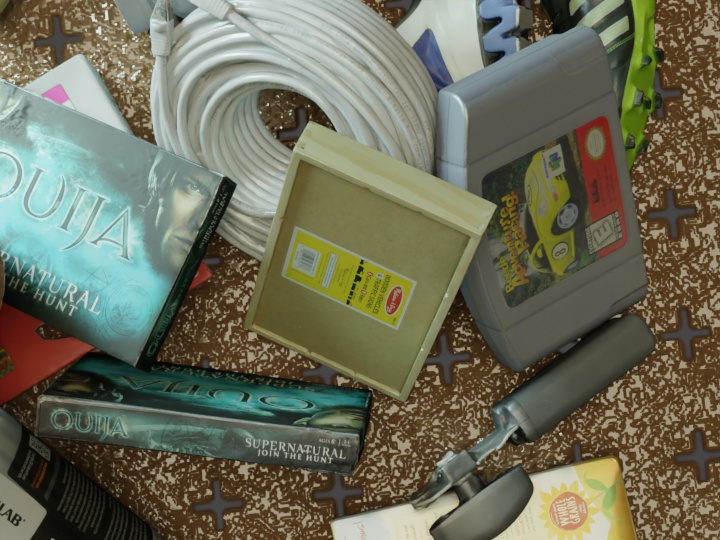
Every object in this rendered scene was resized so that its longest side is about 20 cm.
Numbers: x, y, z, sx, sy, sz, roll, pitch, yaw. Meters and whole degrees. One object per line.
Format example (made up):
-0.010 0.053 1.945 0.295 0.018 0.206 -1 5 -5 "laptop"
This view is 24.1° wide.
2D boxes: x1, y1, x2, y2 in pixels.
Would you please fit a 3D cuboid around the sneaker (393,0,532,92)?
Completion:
0.058 -0.110 1.144 0.115 0.081 0.201 0 92 16 "sneaker"

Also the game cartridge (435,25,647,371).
0.115 -0.040 1.085 0.133 0.041 0.201 -26 118 -21 "game cartridge"

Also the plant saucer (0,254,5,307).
-0.307 0.042 1.031 0.200 0.200 0.035 -43 129 -2 "plant saucer"

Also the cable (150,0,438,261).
-0.043 -0.092 1.094 0.199 0.201 0.069 23 43 10 "cable"

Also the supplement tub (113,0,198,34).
-0.090 -0.257 1.120 0.199 0.145 0.145 -27 85 -1 "supplement tub"

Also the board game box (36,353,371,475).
-0.095 0.090 1.088 0.199 0.135 0.028 7 98 2 "board game box"

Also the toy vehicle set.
0.000 0.000 1.077 0.124 0.200 0.027 25 54 3 "toy vehicle set"

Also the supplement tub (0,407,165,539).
-0.204 0.185 1.073 0.200 0.123 0.123 42 87 -20 "supplement tub"

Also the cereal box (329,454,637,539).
0.090 0.214 1.126 0.199 0.040 0.145 -12 85 1 "cereal box"

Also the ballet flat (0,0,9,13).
-0.241 -0.261 1.167 0.063 0.069 0.201 2 86 -12 "ballet flat"

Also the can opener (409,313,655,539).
0.119 0.109 1.113 0.200 0.053 0.067 -35 90 -14 "can opener"

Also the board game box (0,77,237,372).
-0.195 -0.036 1.099 0.199 0.028 0.136 23 86 18 "board game box"

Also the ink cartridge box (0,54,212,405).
-0.229 -0.022 1.156 0.199 0.044 0.174 -31 83 -1 "ink cartridge box"

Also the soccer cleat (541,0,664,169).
0.163 -0.161 1.152 0.081 0.067 0.201 2 89 25 "soccer cleat"
